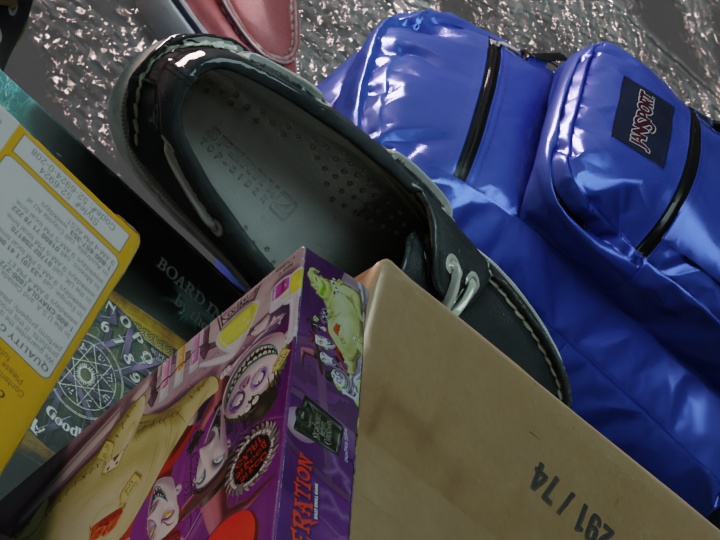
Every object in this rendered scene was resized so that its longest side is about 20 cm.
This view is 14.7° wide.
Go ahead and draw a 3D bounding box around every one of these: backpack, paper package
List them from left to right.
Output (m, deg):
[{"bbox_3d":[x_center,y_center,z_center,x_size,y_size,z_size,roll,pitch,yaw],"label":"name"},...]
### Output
[{"bbox_3d":[0.021,0.132,0.858,0.200,0.103,0.191,37,51,-25],"label":"paper package"},{"bbox_3d":[0.058,-0.006,1.048,0.200,0.168,0.163,36,29,-13],"label":"backpack"}]

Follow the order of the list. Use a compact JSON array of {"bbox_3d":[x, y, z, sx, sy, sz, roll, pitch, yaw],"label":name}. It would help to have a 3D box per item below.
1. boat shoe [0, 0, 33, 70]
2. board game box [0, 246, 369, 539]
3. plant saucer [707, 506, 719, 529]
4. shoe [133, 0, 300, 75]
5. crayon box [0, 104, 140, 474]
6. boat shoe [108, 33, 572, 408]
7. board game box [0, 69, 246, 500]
[{"bbox_3d":[-0.149,-0.099,0.969,0.072,0.061,0.201,35,35,-25],"label":"boat shoe"},{"bbox_3d":[-0.074,0.091,0.746,0.032,0.200,0.120,31,37,-28],"label":"board game box"},{"bbox_3d":[0.153,0.112,1.087,0.039,0.201,0.201,6,36,9],"label":"plant saucer"},{"bbox_3d":[-0.052,-0.165,1.130,0.071,0.091,0.200,11,50,-47],"label":"shoe"},{"bbox_3d":[-0.152,0.015,0.770,0.126,0.052,0.200,44,36,-14],"label":"crayon box"},{"bbox_3d":[0.000,0.000,0.921,0.200,0.076,0.060,37,-8,-18],"label":"boat shoe"},{"bbox_3d":[-0.114,0.016,0.890,0.200,0.028,0.135,44,49,-20],"label":"board game box"}]
